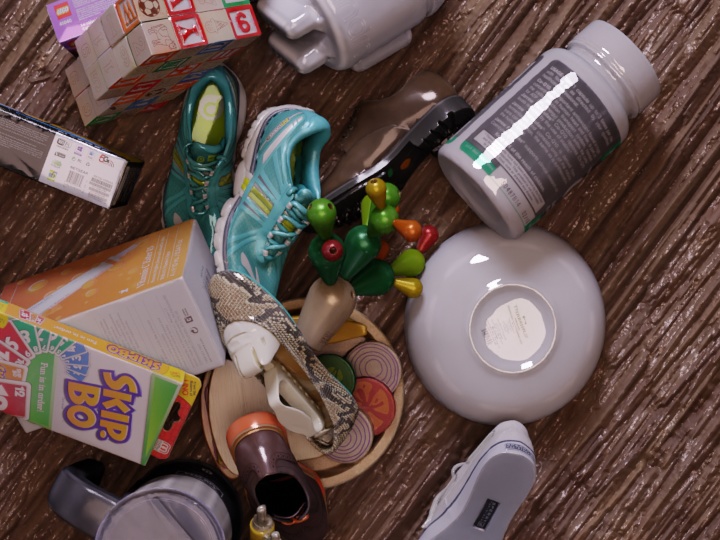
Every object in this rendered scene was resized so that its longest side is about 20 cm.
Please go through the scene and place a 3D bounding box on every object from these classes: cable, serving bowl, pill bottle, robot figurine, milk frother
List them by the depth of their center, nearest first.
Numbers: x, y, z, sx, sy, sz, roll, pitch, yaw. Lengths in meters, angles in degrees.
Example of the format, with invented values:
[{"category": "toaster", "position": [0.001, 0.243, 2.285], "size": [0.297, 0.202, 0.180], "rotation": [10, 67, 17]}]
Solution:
[{"category": "milk frother", "position": [-0.209, 0.279, 1.467], "size": [0.179, 0.188, 0.202], "rotation": [10, 91, 1]}, {"category": "cable", "position": [-0.091, 0.297, 1.469], "size": [0.050, 0.201, 0.098], "rotation": [-6, 60, -5]}, {"category": "robot figurine", "position": [0.003, -0.263, 1.480], "size": [0.199, 0.170, 0.113], "rotation": [-35, 50, -15]}, {"category": "pill bottle", "position": [0.179, -0.134, 1.499], "size": [0.200, 0.113, 0.113], "rotation": [-42, 94, -6]}, {"category": "serving bowl", "position": [0.142, 0.053, 1.535], "size": [0.198, 0.066, 0.202], "rotation": [0, 93, -1]}]

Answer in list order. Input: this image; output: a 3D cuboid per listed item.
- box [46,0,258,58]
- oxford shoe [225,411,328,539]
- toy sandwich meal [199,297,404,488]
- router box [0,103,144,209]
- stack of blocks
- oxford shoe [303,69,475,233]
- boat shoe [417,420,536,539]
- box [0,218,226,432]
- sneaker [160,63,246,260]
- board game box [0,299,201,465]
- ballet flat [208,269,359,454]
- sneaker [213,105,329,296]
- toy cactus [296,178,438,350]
[{"category": "box", "position": [-0.180, -0.248, 1.470], "size": [0.198, 0.137, 0.039], "rotation": [-20, 89, -1]}, {"category": "oxford shoe", "position": [-0.072, 0.214, 1.478], "size": [0.071, 0.201, 0.073], "rotation": [-25, 49, 2]}, {"category": "toy sandwich meal", "position": [-0.055, 0.120, 1.526], "size": [0.203, 0.070, 0.207], "rotation": [0, 93, -2]}, {"category": "router box", "position": [-0.305, -0.115, 1.466], "size": [0.198, 0.149, 0.051], "rotation": [22, 92, -4]}, {"category": "stack of blocks", "position": [-0.191, -0.192, 1.421], "size": [0.114, 0.199, 0.059], "rotation": [-18, 86, -36]}, {"category": "oxford shoe", "position": [0.010, -0.113, 1.529], "size": [0.200, 0.073, 0.085], "rotation": [-40, 68, 4]}, {"category": "boat shoe", "position": [0.106, 0.222, 1.540], "size": [0.074, 0.086, 0.203], "rotation": [21, 121, -8]}, {"category": "box", "position": [-0.228, 0.049, 1.462], "size": [0.198, 0.125, 0.098], "rotation": [-19, 115, 8]}, {"category": "sneaker", "position": [-0.151, -0.097, 1.508], "size": [0.077, 0.080, 0.202], "rotation": [4, 94, -2]}, {"category": "board game box", "position": [-0.247, 0.102, 1.405], "size": [0.198, 0.030, 0.096], "rotation": [21, 115, -13]}, {"category": "ballet flat", "position": [-0.072, 0.089, 1.432], "size": [0.067, 0.076, 0.200], "rotation": [-21, 120, 33]}, {"category": "sneaker", "position": [-0.079, -0.055, 1.472], "size": [0.079, 0.077, 0.202], "rotation": [9, 85, 38]}, {"category": "toy cactus", "position": [0.000, 0.000, 1.466], "size": [0.102, 0.200, 0.166], "rotation": [32, 94, 22]}]
